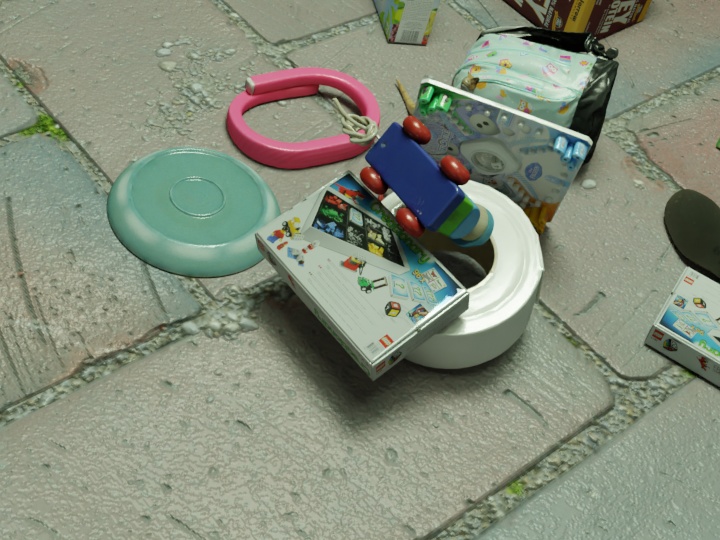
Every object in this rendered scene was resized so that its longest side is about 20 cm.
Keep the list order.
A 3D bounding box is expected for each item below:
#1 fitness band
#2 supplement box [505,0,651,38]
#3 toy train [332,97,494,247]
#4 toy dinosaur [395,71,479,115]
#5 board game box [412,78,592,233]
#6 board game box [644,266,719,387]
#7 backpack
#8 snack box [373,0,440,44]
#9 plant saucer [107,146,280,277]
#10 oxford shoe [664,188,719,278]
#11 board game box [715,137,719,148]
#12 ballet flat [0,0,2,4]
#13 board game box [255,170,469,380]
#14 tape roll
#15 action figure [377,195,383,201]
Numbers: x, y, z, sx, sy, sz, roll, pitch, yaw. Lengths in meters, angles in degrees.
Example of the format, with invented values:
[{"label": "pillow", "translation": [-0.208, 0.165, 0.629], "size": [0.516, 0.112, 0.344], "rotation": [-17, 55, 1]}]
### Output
[{"label": "fitness band", "translation": [-0.069, -0.191, 1.470], "size": [0.197, 0.038, 0.144], "rotation": [-15, 53, -28]}, {"label": "supplement box", "translation": [0.324, -0.463, 1.786], "size": [0.196, 0.134, 0.200], "rotation": [-27, 58, -36]}, {"label": "toy train", "translation": [0.056, -0.106, 1.240], "size": [0.115, 0.085, 0.201], "rotation": [29, 17, -52]}, {"label": "toy dinosaur", "translation": [0.092, -0.198, 1.494], "size": [0.060, 0.199, 0.107], "rotation": [35, 73, -24]}, {"label": "board game box", "translation": [0.147, -0.125, 1.362], "size": [0.197, 0.201, 0.026], "rotation": [20, 66, 3]}, {"label": "board game box", "translation": [0.436, 0.087, 1.355], "size": [0.198, 0.035, 0.126], "rotation": [32, 45, 14]}, {"label": "backpack", "translation": [0.215, -0.224, 1.509], "size": [0.197, 0.168, 0.127], "rotation": [19, 49, 11]}, {"label": "snack box", "translation": [0.072, -0.447, 1.644], "size": [0.066, 0.202, 0.170], "rotation": [0, 47, -17]}, {"label": "plant saucer", "translation": [-0.184, -0.075, 1.329], "size": [0.196, 0.028, 0.202], "rotation": [8, 45, -8]}, {"label": "oxford shoe", "translation": [0.447, -0.023, 1.459], "size": [0.071, 0.071, 0.201], "rotation": [25, 24, -45]}, {"label": "board game box", "translation": [0.611, -0.172, 1.666], "size": [0.198, 0.029, 0.135], "rotation": [-24, 58, -34]}, {"label": "ballet flat", "translation": [-0.472, -0.369, 1.502], "size": [0.066, 0.067, 0.201], "rotation": [30, 43, -6]}, {"label": "board game box", "translation": [0.000, 0.000, 1.201], "size": [0.125, 0.035, 0.200], "rotation": [-34, 61, -17]}, {"label": "tape roll", "translation": [0.094, 0.001, 1.271], "size": [0.198, 0.071, 0.205], "rotation": [0, 56, 1]}, {"label": "action figure", "translation": [0.117, -0.065, 1.395], "size": [0.197, 0.052, 0.066], "rotation": [20, 52, -1]}]
